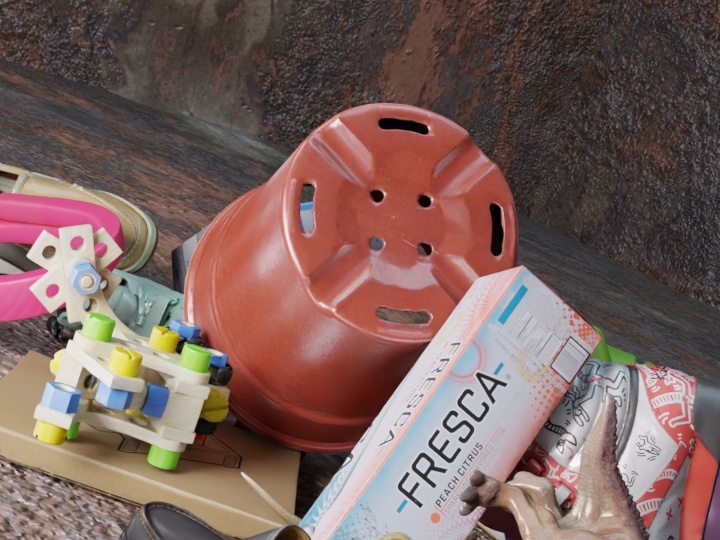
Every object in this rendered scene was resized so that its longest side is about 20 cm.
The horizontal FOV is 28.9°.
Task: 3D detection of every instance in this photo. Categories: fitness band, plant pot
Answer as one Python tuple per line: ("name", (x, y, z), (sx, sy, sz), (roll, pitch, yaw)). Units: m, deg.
("fitness band", (-0.263, -0.010, 1.013), (0.198, 0.038, 0.144), (6, 29, 29))
("plant pot", (0.000, 0.000, 0.894), (0.199, 0.203, 0.195), (19, -21, -10))

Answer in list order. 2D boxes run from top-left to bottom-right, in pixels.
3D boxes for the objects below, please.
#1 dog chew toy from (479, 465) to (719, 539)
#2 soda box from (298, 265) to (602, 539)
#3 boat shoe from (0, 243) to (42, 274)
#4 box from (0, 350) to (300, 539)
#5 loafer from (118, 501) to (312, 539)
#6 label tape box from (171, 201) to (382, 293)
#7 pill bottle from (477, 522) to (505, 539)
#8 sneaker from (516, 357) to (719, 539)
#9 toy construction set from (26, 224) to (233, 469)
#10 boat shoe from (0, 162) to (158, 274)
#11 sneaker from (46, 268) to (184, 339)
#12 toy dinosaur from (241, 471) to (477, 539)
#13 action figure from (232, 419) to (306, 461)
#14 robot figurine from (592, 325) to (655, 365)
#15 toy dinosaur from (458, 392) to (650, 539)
("dog chew toy", (0.145, 0.151, 0.852), (0.199, 0.125, 0.125), (33, 7, -10))
("soda box", (0.042, 0.094, 0.748), (0.063, 0.201, 0.068), (40, -17, -9))
("boat shoe", (-0.247, -0.008, 1.192), (0.200, 0.061, 0.072), (23, 10, 17))
("box", (-0.135, 0.109, 0.877), (0.198, 0.021, 0.164), (20, 9, -4))
("loafer", (-0.041, 0.153, 0.665), (0.199, 0.073, 0.072), (27, 12, 38))
("label tape box", (-0.078, -0.007, 1.165), (0.142, 0.067, 0.200), (-12, -3, -24))
("pill bottle", (0.104, 0.128, 1.011), (0.110, 0.112, 0.200), (13, 11, -37))
("sneaker", (0.130, 0.147, 0.762), (0.107, 0.203, 0.067), (13, -14, 7))
("toy construction set", (-0.149, 0.052, 0.859), (0.130, 0.093, 0.200), (15, 22, -27))
("boat shoe", (-0.255, -0.046, 1.117), (0.198, 0.072, 0.076), (14, -16, 27))
("sneaker", (-0.162, 0.044, 1.023), (0.117, 0.074, 0.200), (23, -3, -31))
("toy dinosaur", (0.019, 0.169, 0.819), (0.101, 0.059, 0.199), (9, -10, 43))
("action figure", (-0.061, 0.089, 1.073), (0.065, 0.100, 0.201), (22, 31, -5))
("robot figurine", (0.193, 0.118, 1.252), (0.198, 0.117, 0.176), (21, -21, 8))
("toy dinosaur", (0.099, 0.167, 0.664), (0.135, 0.201, 0.086), (27, -18, 24))
